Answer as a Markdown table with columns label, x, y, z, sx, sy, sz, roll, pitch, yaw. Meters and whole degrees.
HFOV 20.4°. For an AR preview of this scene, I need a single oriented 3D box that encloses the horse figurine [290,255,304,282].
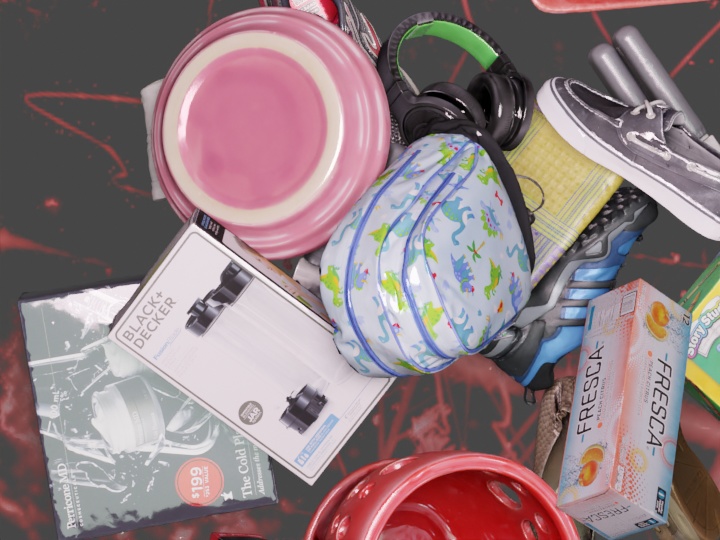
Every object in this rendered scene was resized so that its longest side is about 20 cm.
| label | x | y | z | sx | sy | sz | roll | pitch | yaw |
| --- | --- | --- | --- | --- | --- | --- | --- | --- | --- |
| horse figurine | 0.000 | 0.000 | 1.656 | 0.199 | 0.050 | 0.133 | 14 | 87 | 23 |

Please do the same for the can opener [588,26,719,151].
| label | x | y | z | sx | sy | sz | roll | pitch | yaw |
| --- | --- | --- | --- | --- | --- | --- | --- | --- | --- |
| can opener | 0.270 | -0.117 | 1.695 | 0.053 | 0.066 | 0.200 | -35 | 91 | -6 |

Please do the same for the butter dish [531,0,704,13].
| label | x | y | z | sx | sy | sz | roll | pitch | yaw |
| --- | --- | --- | --- | --- | --- | --- | --- | --- | --- |
| butter dish | 0.236 | -0.323 | 1.645 | 0.198 | 0.148 | 0.201 | -6 | 93 | -8 |

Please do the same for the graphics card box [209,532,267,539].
| label | x | y | z | sx | sy | sz | roll | pitch | yaw |
| --- | --- | --- | --- | --- | --- | --- | --- | --- | --- |
| graphics card box | -0.077 | 0.290 | 1.605 | 0.051 | 0.200 | 0.126 | 7 | 91 | -21 |

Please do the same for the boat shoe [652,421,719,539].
| label | x | y | z | sx | sy | sz | roll | pitch | yaw |
| --- | --- | --- | --- | --- | --- | --- | --- | --- | --- |
| boat shoe | 0.238 | 0.148 | 1.702 | 0.071 | 0.064 | 0.201 | -34 | 100 | -42 |

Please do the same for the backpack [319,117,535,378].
| label | x | y | z | sx | sy | sz | roll | pitch | yaw |
| --- | --- | --- | --- | --- | --- | --- | --- | --- | --- |
| backpack | 0.052 | -0.004 | 1.513 | 0.200 | 0.153 | 0.164 | -32 | 115 | -35 |

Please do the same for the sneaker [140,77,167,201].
| label | x | y | z | sx | sy | sz | roll | pitch | yaw |
| --- | --- | --- | --- | --- | --- | --- | --- | --- | --- |
| sneaker | -0.083 | -0.131 | 1.635 | 0.199 | 0.074 | 0.116 | -10 | 88 | 3 |

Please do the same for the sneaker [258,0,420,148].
| label | x | y | z | sx | sy | sz | roll | pitch | yaw |
| --- | --- | --- | --- | --- | --- | --- | --- | --- | --- |
| sneaker | -0.016 | -0.173 | 1.655 | 0.081 | 0.075 | 0.200 | -40 | 98 | -4 |

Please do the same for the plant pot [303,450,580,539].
| label | x | y | z | sx | sy | sz | roll | pitch | yaw |
| --- | --- | --- | --- | --- | --- | --- | --- | --- | --- |
| plant pot | 0.059 | 0.243 | 1.619 | 0.199 | 0.182 | 0.202 | 1 | 88 | -18 |

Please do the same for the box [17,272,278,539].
| label | x | y | z | sx | sy | sz | roll | pitch | yaw |
| --- | --- | --- | --- | --- | --- | --- | --- | --- | --- |
| box | -0.174 | 0.104 | 1.631 | 0.181 | 0.104 | 0.201 | -10 | 94 | -6 |

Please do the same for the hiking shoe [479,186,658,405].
| label | x | y | z | sx | sy | sz | roll | pitch | yaw |
| --- | --- | --- | --- | --- | --- | --- | --- | --- | --- |
| hiking shoe | 0.185 | 0.015 | 1.700 | 0.200 | 0.074 | 0.087 | -45 | 112 | 2 |

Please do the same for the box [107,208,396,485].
| label | x | y | z | sx | sy | sz | roll | pitch | yaw |
| --- | --- | --- | --- | --- | --- | --- | --- | --- | --- |
| box | -0.083 | 0.059 | 1.548 | 0.200 | 0.060 | 0.117 | 38 | 100 | -8 |

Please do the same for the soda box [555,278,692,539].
| label | x | y | z | sx | sy | sz | roll | pitch | yaw |
| --- | --- | --- | --- | --- | --- | --- | --- | --- | --- |
| soda box | 0.214 | 0.110 | 1.605 | 0.068 | 0.063 | 0.201 | 33 | 53 | -26 |

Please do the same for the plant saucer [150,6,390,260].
| label | x | y | z | sx | sy | sz | roll | pitch | yaw |
| --- | --- | --- | --- | --- | --- | --- | --- | --- | --- |
| plant saucer | -0.077 | -0.109 | 1.568 | 0.199 | 0.051 | 0.202 | -1 | 88 | 17 |

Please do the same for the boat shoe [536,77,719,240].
| label | x | y | z | sx | sy | sz | roll | pitch | yaw |
| --- | --- | --- | --- | --- | --- | --- | --- | --- | --- |
| boat shoe | 0.237 | -0.108 | 1.629 | 0.200 | 0.072 | 0.068 | 39 | 124 | 14 |

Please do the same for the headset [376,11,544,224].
| label | x | y | z | sx | sy | sz | roll | pitch | yaw |
| --- | --- | --- | --- | --- | --- | --- | --- | --- | --- |
| headset | 0.085 | -0.117 | 1.643 | 0.123 | 0.094 | 0.201 | -18 | 70 | -36 |

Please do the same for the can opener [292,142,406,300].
| label | x | y | z | sx | sy | sz | roll | pitch | yaw |
| --- | --- | --- | --- | --- | --- | --- | --- | --- | --- |
| can opener | -0.016 | -0.012 | 1.602 | 0.052 | 0.066 | 0.201 | 20 | 101 | -26 |

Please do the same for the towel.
| label | x | y | z | sx | sy | sz | roll | pitch | yaw |
| --- | --- | --- | --- | --- | --- | --- | --- | --- | --- |
| towel | 0.115 | -0.049 | 1.676 | 0.143 | 0.023 | 0.200 | 37 | 86 | 22 |

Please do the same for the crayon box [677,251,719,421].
| label | x | y | z | sx | sy | sz | roll | pitch | yaw |
| --- | --- | --- | --- | --- | --- | --- | --- | --- | --- |
| crayon box | 0.352 | 0.032 | 1.721 | 0.119 | 0.058 | 0.200 | 41 | 87 | -7 |

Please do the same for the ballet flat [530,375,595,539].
| label | x | y | z | sx | sy | sz | roll | pitch | yaw |
| --- | --- | --- | --- | --- | --- | --- | --- | --- | --- |
| ballet flat | 0.176 | 0.191 | 1.711 | 0.067 | 0.046 | 0.201 | 4 | 92 | -7 |
